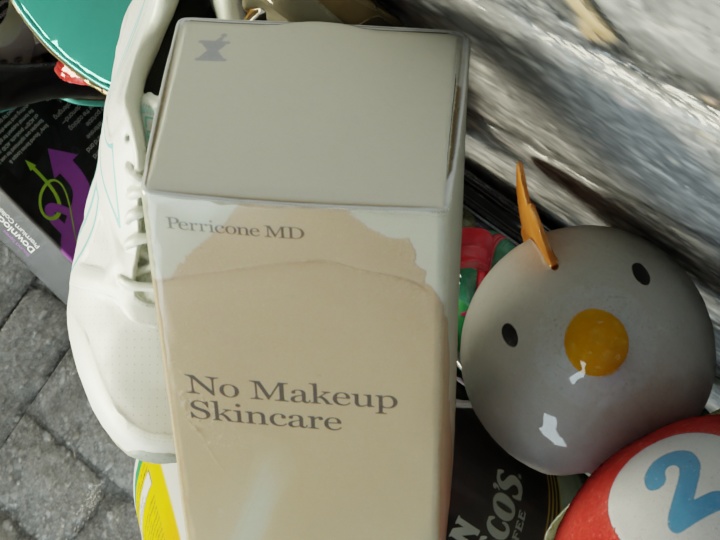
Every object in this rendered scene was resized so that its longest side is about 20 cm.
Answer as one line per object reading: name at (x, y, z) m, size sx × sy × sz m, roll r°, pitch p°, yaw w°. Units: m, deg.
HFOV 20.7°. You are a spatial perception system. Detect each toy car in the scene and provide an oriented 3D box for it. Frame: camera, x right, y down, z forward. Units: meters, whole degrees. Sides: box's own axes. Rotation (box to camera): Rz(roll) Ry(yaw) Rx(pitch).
toy car at (0.094, 0.051, 0.709) m, size 0.200 × 0.184 × 0.177 m, roll 63°, pitch -179°, yaw 7°

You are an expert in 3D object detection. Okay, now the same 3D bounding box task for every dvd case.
dvd case at (0.087, -0.003, 0.948) m, size 0.149 × 0.016 × 0.200 m, roll 36°, pitch 178°, yaw 4°

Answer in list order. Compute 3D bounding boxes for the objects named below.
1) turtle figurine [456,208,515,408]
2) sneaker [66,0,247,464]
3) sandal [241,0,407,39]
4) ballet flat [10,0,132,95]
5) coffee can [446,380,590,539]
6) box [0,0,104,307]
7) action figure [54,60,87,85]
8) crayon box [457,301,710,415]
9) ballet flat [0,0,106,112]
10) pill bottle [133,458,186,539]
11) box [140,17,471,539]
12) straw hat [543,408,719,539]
turtle figurine at (0.000, 0.000, 0.868) m, size 0.199 × 0.101 × 0.150 m, roll 17°, pitch -168°, yaw 23°
sneaker at (-0.075, -0.028, 0.748) m, size 0.070 × 0.201 × 0.080 m, roll 3°, pitch 171°, yaw -4°
sandal at (-0.014, -0.063, 0.696) m, size 0.080 × 0.054 × 0.200 m, roll 34°, pitch 177°, yaw 11°
ballet flat at (-0.067, -0.095, 0.858) m, size 0.200 × 0.068 × 0.072 m, roll 29°, pitch -165°, yaw 23°
coffee can at (0.048, 0.143, 0.992) m, size 0.200 × 0.147 × 0.146 m, roll 36°, pitch 177°, yaw -35°
box at (-0.168, -0.085, 1.034) m, size 0.200 × 0.143 × 0.036 m, roll 45°, pitch 135°, yaw -9°
action figure at (-0.115, -0.115, 0.925) m, size 0.200 × 0.065 × 0.052 m, roll 35°, pitch 144°, yaw 1°
crayon box at (0.080, 0.041, 1.026) m, size 0.119 × 0.058 × 0.200 m, roll 36°, pitch 178°, yaw -25°
ballet flat at (-0.159, -0.111, 0.972) m, size 0.068 × 0.069 × 0.200 m, roll 33°, pitch -148°, yaw 33°
pill bottle at (-0.027, 0.123, 0.792) m, size 0.113 × 0.113 × 0.200 m, roll 35°, pitch -171°, yaw -22°
box at (-0.014, 0.018, 0.645) m, size 0.095 × 0.078 × 0.200 m, roll 3°, pitch 138°, yaw 5°
straw hat at (0.184, 0.107, 0.897) m, size 0.201 × 0.201 × 0.085 m, roll 36°, pitch -141°, yaw -23°
